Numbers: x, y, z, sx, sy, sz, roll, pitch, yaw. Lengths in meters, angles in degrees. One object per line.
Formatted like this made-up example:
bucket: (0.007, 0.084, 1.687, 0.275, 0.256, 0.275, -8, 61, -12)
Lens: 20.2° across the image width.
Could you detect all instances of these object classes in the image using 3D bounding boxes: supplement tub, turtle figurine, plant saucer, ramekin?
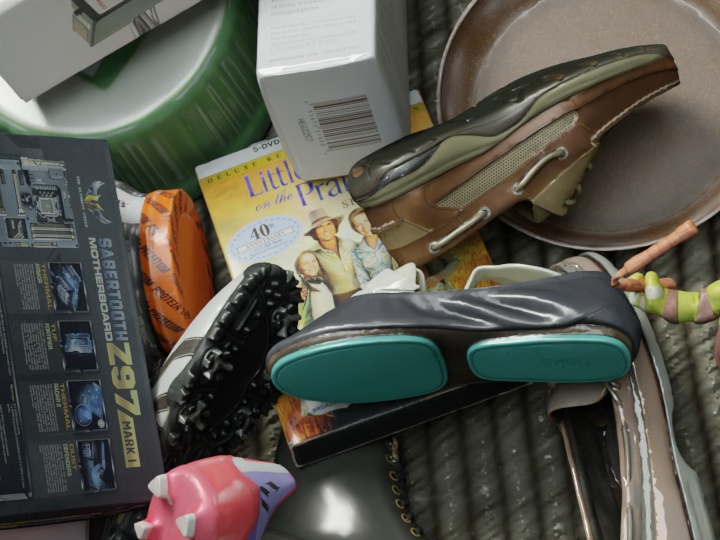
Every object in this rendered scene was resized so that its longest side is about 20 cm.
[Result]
supplement tub: (-0.192, 0.014, 1.168, 0.199, 0.123, 0.123, -9, 70, 9)
turtle figurine: (0.236, 0.020, 1.057, 0.199, 0.161, 0.065, -11, 70, 8)
plant saucer: (0.145, -0.101, 1.185, 0.199, 0.032, 0.201, -3, 71, 9)
ramekin: (-0.151, -0.142, 1.225, 0.199, 0.098, 0.201, -4, 71, 10)

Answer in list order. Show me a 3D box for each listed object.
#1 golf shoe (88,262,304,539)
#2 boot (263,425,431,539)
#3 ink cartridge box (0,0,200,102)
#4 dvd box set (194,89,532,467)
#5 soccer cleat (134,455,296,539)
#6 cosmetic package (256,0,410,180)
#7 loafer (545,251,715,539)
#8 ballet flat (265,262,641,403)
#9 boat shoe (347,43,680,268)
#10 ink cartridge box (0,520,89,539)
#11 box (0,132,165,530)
golf shoe: (-0.106, 0.073, 1.106, 0.094, 0.078, 0.200, 37, 103, 39)
boot: (0.033, 0.149, 1.110, 0.199, 0.078, 0.139, 12, 58, 3)
ink cartridge box: (-0.146, -0.212, 1.140, 0.200, 0.084, 0.146, -30, 58, 1)
dvd box set: (0.000, 0.000, 1.158, 0.146, 0.029, 0.200, -19, 58, -3)
soccer cleat: (-0.096, 0.178, 1.064, 0.067, 0.076, 0.200, 51, 130, 37)
cosmetic package: (-0.015, -0.165, 1.182, 0.074, 0.102, 0.201, -8, 54, 9)
loafer: (0.134, 0.084, 1.097, 0.063, 0.072, 0.201, -9, 69, -25)
ballet flat: (0.049, 0.029, 1.076, 0.199, 0.073, 0.073, -4, 71, 8)
boat shoe: (0.090, -0.064, 1.134, 0.199, 0.076, 0.074, -26, 100, -10)
ink cartridge box: (-0.267, 0.130, 1.095, 0.200, 0.145, 0.084, -18, 63, 33)
box: (-0.184, 0.030, 1.023, 0.051, 0.157, 0.201, -19, 78, 41)
